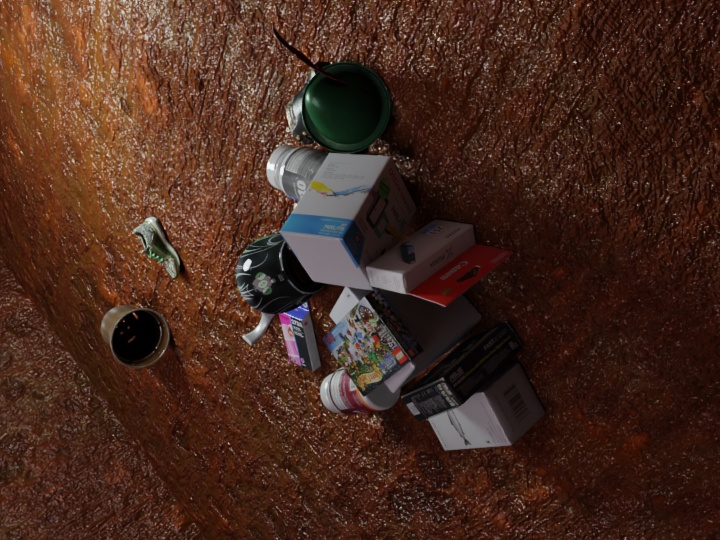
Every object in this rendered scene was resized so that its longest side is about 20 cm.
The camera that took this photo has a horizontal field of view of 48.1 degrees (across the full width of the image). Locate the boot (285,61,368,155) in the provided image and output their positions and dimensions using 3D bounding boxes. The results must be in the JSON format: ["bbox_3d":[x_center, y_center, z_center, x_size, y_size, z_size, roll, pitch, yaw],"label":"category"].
[{"bbox_3d":[-0.069,-0.288,1.583,0.150,0.073,0.201,-30,87,54],"label":"boot"}]

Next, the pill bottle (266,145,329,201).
[{"bbox_3d":[-0.094,-0.189,1.649,0.199,0.113,0.114,23,131,40],"label":"pill bottle"}]

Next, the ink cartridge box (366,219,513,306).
[{"bbox_3d":[0.139,-0.020,1.413,0.176,0.200,0.045,14,128,44],"label":"ink cartridge box"}]

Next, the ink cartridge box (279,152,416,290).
[{"bbox_3d":[-0.018,-0.093,1.480,0.145,0.201,0.147,8,146,35],"label":"ink cartridge box"}]

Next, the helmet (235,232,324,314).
[{"bbox_3d":[-0.193,0.008,1.864,0.190,0.200,0.201,-20,99,37],"label":"helmet"}]

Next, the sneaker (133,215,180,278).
[{"bbox_3d":[-0.610,-0.056,2.392,0.077,0.088,0.201,-26,94,54],"label":"sneaker"}]

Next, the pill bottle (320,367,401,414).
[{"bbox_3d":[-0.005,0.275,1.874,0.200,0.114,0.115,-22,97,55],"label":"pill bottle"}]

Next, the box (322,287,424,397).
[{"bbox_3d":[0.018,0.135,1.465,0.137,0.038,0.200,54,144,9],"label":"box"}]

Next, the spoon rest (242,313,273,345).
[{"bbox_3d":[-0.260,0.104,2.123,0.099,0.060,0.201,38,126,25],"label":"spoon rest"}]

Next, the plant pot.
[{"bbox_3d":[-0.768,0.206,2.702,0.198,0.200,0.201,16,127,54],"label":"plant pot"}]

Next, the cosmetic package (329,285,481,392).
[{"bbox_3d":[0.085,0.090,1.558,0.200,0.199,0.123,50,143,14],"label":"cosmetic package"}]

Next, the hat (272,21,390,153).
[{"bbox_3d":[-0.062,-0.305,1.415,0.199,0.176,0.167,22,97,14],"label":"hat"}]

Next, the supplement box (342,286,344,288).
[{"bbox_3d":[0.000,0.000,1.716,0.200,0.061,0.109,54,145,9],"label":"supplement box"}]

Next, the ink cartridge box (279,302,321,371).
[{"bbox_3d":[-0.157,0.154,2.042,0.094,0.037,0.201,18,126,43],"label":"ink cartridge box"}]

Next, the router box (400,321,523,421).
[{"bbox_3d":[0.190,0.188,1.500,0.062,0.200,0.150,54,145,2],"label":"router box"}]

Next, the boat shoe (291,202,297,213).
[{"bbox_3d":[-0.048,-0.079,1.638,0.072,0.199,0.060,-129,59,-81],"label":"boat shoe"}]

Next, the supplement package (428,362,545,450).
[{"bbox_3d":[0.235,0.269,1.575,0.200,0.117,0.117,-24,96,55],"label":"supplement package"}]
